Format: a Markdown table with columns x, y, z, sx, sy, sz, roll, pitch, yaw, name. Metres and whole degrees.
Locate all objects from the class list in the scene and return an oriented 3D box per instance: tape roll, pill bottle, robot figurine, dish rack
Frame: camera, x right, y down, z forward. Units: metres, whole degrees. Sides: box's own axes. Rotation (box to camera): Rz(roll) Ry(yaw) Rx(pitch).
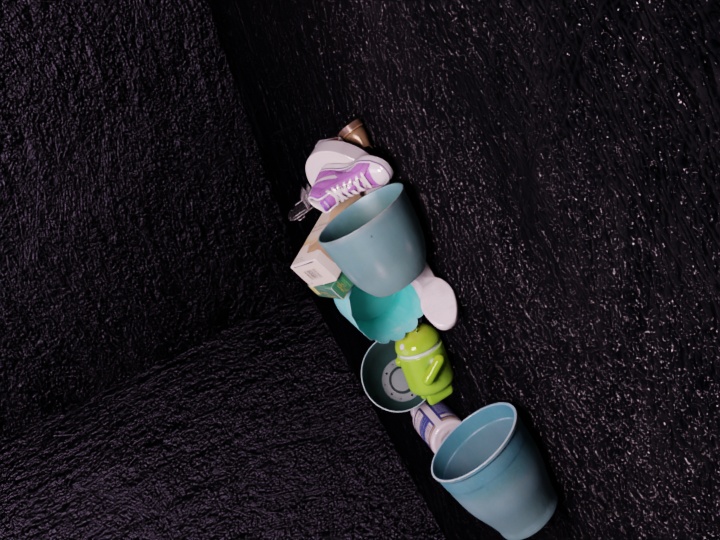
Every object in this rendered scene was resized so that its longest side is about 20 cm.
| x | y | z | sx | sy | sz | roll | pitch | yaw | name |
| --- | --- | --- | --- | --- | --- | --- | --- | --- | --- |
| -0.027 | -0.197 | 1.518 | 0.200 | 0.037 | 0.204 | 23 | 150 | 14 | tape roll |
| 0.206 | 0.412 | 1.854 | 0.113 | 0.109 | 0.200 | 68 | 170 | -19 | pill bottle |
| 0.152 | 0.215 | 1.649 | 0.203 | 0.114 | 0.175 | 69 | 166 | -17 | robot figurine |
| -0.107 | -0.204 | 1.749 | 0.055 | 0.198 | 0.154 | 54 | -172 | -15 | dish rack |

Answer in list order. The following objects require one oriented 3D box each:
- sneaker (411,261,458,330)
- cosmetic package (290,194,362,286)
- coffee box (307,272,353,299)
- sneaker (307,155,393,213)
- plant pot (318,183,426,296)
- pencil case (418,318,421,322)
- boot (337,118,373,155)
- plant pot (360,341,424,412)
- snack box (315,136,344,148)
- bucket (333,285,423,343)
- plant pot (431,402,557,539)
| x | y | z | sx | sy | sz | roll | pitch | yaw | name |
| --- | --- | --- | --- | --- | --- | --- | --- | --- | --- |
| 0.156 | 0.056 | 1.433 | 0.089 | 0.074 | 0.201 | 57 | -175 | -45 | sneaker |
| -0.060 | -0.070 | 1.499 | 0.071 | 0.202 | 0.104 | 41 | 147 | -24 | cosmetic package |
| -0.024 | -0.029 | 1.523 | 0.044 | 0.202 | 0.122 | 43 | 160 | -24 | coffee box |
| -0.026 | -0.165 | 1.412 | 0.198 | 0.115 | 0.073 | -5 | 135 | 44 | sneaker |
| 0.039 | -0.049 | 1.378 | 0.162 | 0.199 | 0.200 | 57 | 173 | -18 | plant pot |
| 0.083 | 0.078 | 1.792 | 0.092 | 0.082 | 0.201 | 89 | 156 | -46 | pencil case |
| -0.020 | -0.272 | 1.555 | 0.076 | 0.073 | 0.200 | 55 | 168 | -3 | boot |
| 0.109 | 0.286 | 1.865 | 0.203 | 0.198 | 0.161 | 62 | 180 | 18 | plant pot |
| -0.020 | -0.214 | 1.550 | 0.071 | 0.025 | 0.201 | 1 | 140 | 44 | snack box |
| 0.039 | 0.051 | 1.596 | 0.134 | 0.205 | 0.210 | 28 | 143 | 61 | bucket |
| 0.266 | 0.389 | 1.297 | 0.189 | 0.199 | 0.200 | 50 | 172 | -8 | plant pot |
